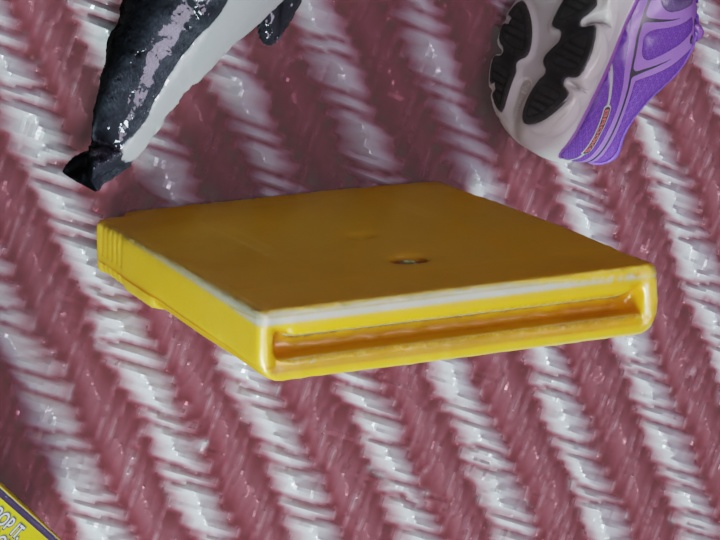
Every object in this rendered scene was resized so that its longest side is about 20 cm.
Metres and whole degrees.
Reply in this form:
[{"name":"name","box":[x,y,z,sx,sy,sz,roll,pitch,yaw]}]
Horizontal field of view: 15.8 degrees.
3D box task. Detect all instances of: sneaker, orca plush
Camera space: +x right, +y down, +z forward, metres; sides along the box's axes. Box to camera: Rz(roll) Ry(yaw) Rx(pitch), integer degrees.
[{"name":"sneaker","box":[0.131,-0.142,1.197,0.083,0.081,0.201,21,101,-45]},{"name":"orca plush","box":[-0.074,-0.127,1.110,0.201,0.071,0.105,-56,163,2]}]

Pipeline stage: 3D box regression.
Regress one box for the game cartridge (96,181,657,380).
[{"name":"game cartridge","box":[0.000,0.000,1.085,0.175,0.200,0.033,-6,103,-23]}]

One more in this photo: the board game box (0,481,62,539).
[{"name":"board game box","box":[-0.226,0.122,1.038,0.165,0.057,0.200,-48,150,-9]}]
